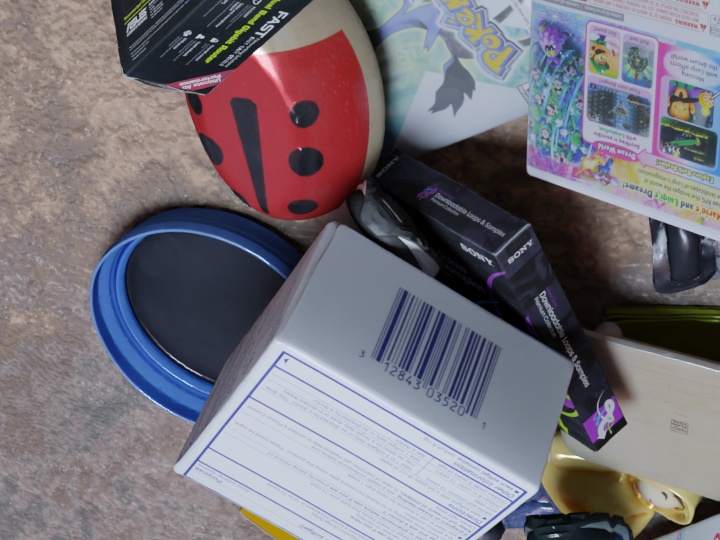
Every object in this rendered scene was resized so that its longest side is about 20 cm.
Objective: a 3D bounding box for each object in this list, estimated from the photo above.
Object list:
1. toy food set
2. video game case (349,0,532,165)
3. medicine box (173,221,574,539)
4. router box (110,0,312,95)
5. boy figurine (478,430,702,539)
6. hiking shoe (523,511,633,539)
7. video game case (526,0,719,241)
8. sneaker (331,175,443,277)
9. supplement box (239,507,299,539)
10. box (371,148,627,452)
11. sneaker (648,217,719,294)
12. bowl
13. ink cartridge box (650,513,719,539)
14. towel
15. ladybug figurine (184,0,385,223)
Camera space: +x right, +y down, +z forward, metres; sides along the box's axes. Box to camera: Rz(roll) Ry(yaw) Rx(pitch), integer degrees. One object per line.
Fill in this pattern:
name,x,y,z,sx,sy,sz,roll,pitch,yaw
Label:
toy food set,0.230,0.087,1.156,0.199,0.061,0.144,15,141,20
video game case,0.022,-0.162,1.035,0.181,0.022,0.200,-19,123,34
medicine box,0.005,0.095,1.058,0.181,0.103,0.200,30,143,-8
router box,-0.068,-0.213,0.926,0.062,0.151,0.200,9,149,-41
boy figurine,0.177,0.173,1.266,0.199,0.065,0.125,-9,125,31
hiking shoe,0.170,0.235,1.219,0.074,0.087,0.200,-8,153,20
video game case,0.180,-0.112,0.937,0.199,0.024,0.183,22,127,35
sneaker,0.000,0.000,1.096,0.074,0.079,0.200,51,166,9
supplement box,0.017,0.138,1.260,0.109,0.109,0.200,38,133,-16
box,0.091,0.021,1.101,0.143,0.036,0.201,34,159,49
sneaker,0.256,-0.004,1.062,0.113,0.076,0.200,-24,114,37
bowl,-0.107,0.039,1.255,0.199,0.039,0.202,12,131,14
ink cartridge box,0.263,0.263,1.203,0.087,0.146,0.200,12,162,-4
towel,0.271,0.062,1.156,0.198,0.018,0.086,1,131,20
ladybug figurine,-0.054,-0.106,1.043,0.135,0.072,0.201,7,132,25
